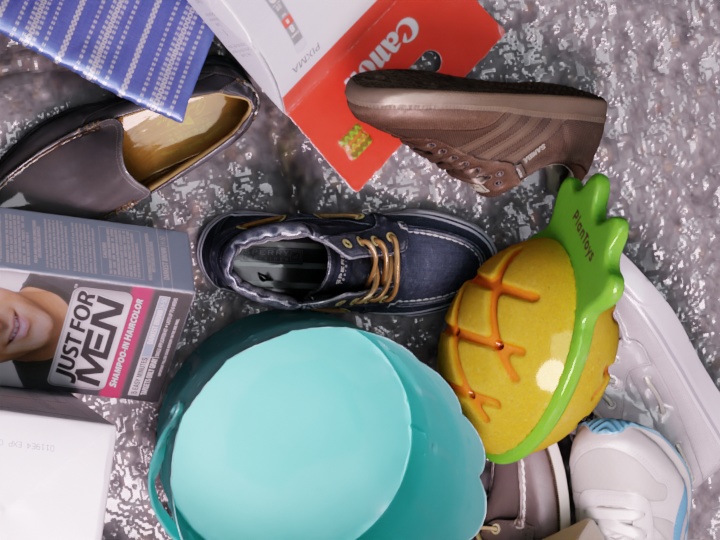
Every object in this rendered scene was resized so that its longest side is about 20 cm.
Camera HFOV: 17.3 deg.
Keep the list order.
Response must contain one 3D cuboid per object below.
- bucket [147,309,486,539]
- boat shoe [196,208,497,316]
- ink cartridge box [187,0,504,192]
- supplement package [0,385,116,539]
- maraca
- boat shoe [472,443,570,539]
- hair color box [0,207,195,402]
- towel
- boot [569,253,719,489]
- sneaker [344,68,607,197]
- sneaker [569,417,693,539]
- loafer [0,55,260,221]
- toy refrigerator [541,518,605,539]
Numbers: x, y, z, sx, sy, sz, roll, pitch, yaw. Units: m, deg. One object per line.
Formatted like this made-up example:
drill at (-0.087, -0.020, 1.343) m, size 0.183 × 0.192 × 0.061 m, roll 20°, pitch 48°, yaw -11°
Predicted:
bucket at (-0.034, 0.122, 1.496) m, size 0.207 × 0.135 × 0.207 m, roll -2°, pitch 98°, yaw -13°
boat shoe at (0.000, 0.000, 1.508) m, size 0.200 × 0.091 × 0.071 m, roll 1°, pitch 98°, yaw -14°
ink cartridge box at (-0.009, -0.174, 1.476) m, size 0.200 × 0.050 × 0.162 m, roll 48°, pitch 68°, yaw -14°
supplement package at (-0.220, 0.128, 1.414) m, size 0.114 × 0.200 × 0.110 m, roll 8°, pitch 91°, yaw -14°
maraca at (0.114, 0.032, 1.490) m, size 0.107 × 0.137 × 0.200 m, roll 11°, pitch 125°, yaw -25°
boat shoe at (0.101, 0.191, 1.575) m, size 0.059 × 0.072 × 0.200 m, roll -6°, pitch 106°, yaw -16°
hair color box at (-0.211, 0.017, 1.450) m, size 0.200 × 0.061 × 0.099 m, roll 8°, pitch 130°, yaw -16°
towel at (-0.172, -0.193, 1.437) m, size 0.200 × 0.024 × 0.145 m, roll 27°, pitch 62°, yaw -16°
boot at (0.170, 0.072, 1.569) m, size 0.096 × 0.074 × 0.200 m, roll -39°, pitch 107°, yaw -12°
sneaker at (0.075, -0.082, 1.501) m, size 0.200 × 0.070 × 0.076 m, roll 2°, pitch 104°, yaw -35°
sneaker at (0.175, 0.183, 1.548) m, size 0.076 × 0.081 × 0.200 m, roll 2°, pitch 126°, yaw 22°
loafer at (-0.153, -0.071, 1.469) m, size 0.200 × 0.072 × 0.073 m, roll -33°, pitch 106°, yaw -6°
toy refrigerator at (0.073, 0.239, 1.520) m, size 0.200 × 0.076 × 0.070 m, roll -29°, pitch 95°, yaw 23°
